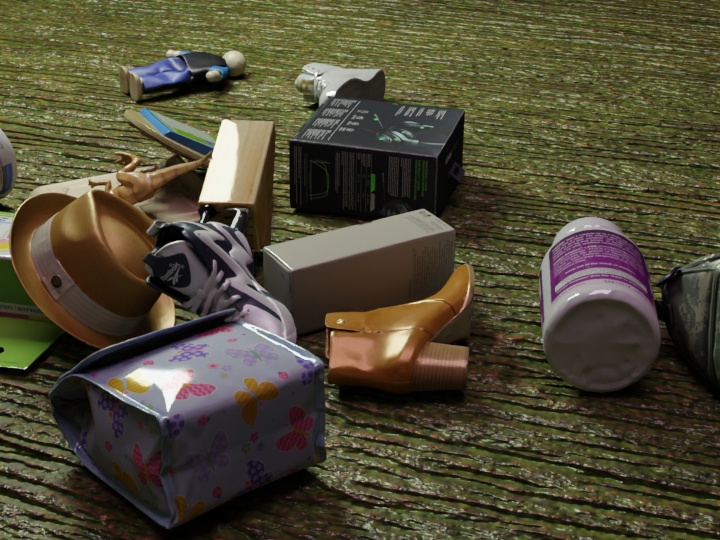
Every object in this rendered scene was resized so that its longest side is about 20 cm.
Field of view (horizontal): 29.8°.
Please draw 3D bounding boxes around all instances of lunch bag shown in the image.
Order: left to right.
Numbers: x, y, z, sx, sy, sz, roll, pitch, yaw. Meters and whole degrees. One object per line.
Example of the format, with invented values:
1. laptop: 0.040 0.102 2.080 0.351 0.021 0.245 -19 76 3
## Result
1. lunch bag: -0.153 0.110 1.158 0.169 0.128 0.200 -18 25 -35
2. lunch bag: 0.403 0.040 1.297 0.199 0.140 0.168 -7 11 -15

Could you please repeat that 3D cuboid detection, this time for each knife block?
1. knife block: -0.139 -0.076 1.479 0.064 0.201 0.176 3 -3 4

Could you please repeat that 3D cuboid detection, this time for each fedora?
1. fedora: -0.249 -0.013 1.343 0.200 0.082 0.201 32 33 -24

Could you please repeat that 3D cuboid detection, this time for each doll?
1. doll: -0.266 -0.307 2.068 0.199 0.049 0.136 -16 32 -28

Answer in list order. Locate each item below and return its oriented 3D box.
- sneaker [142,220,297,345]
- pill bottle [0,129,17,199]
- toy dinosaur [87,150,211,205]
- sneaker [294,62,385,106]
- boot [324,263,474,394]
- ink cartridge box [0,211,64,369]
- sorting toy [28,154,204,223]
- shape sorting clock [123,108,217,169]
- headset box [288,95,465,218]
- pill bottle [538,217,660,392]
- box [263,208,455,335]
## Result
1. sneaker: -0.146 0.023 1.288 0.129 0.079 0.200 17 40 -45
2. pill bottle: -0.512 -0.104 1.591 0.113 0.114 0.200 15 30 27
3. toy dinosaur: -0.250 -0.100 1.573 0.199 0.061 0.106 -24 33 8
4. sneaker: -0.048 -0.251 1.942 0.115 0.074 0.200 7 18 18
5. boot: 0.038 0.049 1.334 0.143 0.071 0.201 6 32 5
6. ink cartridge box: -0.364 0.017 1.392 0.147 0.076 0.200 6 26 12
7. sorting toy: -0.281 -0.074 1.627 0.199 0.037 0.185 -18 31 -23
8. shape sorting clock: -0.203 -0.148 1.680 0.199 0.039 0.200 24 8 -4
9. headset box: 0.030 -0.140 1.686 0.199 0.093 0.174 7 27 12
10. pill bottle: 0.233 0.025 1.339 0.112 0.113 0.200 3 27 5
11. box: 0.000 0.000 1.424 0.199 0.082 0.068 -13 30 -27
